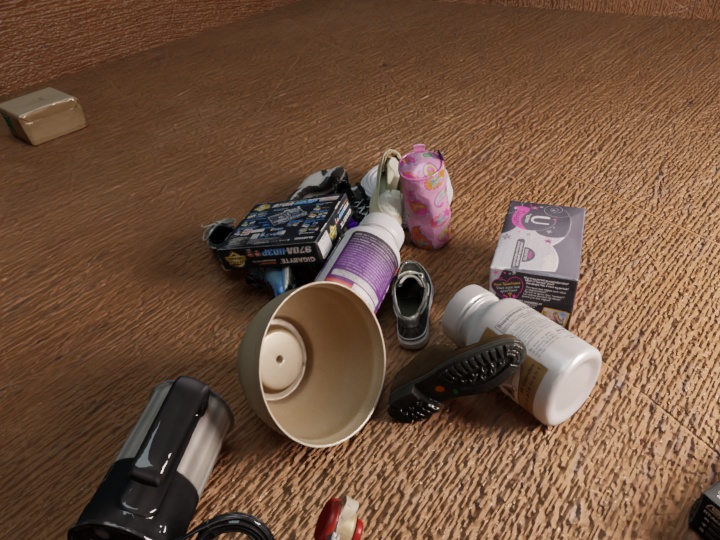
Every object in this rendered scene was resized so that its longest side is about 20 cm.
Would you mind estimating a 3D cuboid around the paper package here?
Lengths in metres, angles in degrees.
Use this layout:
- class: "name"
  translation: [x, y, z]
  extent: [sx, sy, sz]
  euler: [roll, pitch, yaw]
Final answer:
- class: "paper package"
  translation: [-1.019, -0.496, 1.750]
  extent: [0.199, 0.105, 0.190]
  euler: [26, 47, 35]

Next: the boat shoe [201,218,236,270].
- class: "boat shoe"
  translation: [-0.270, -0.064, 1.072]
  extent: [0.074, 0.062, 0.200]
  euler: [-23, 29, -6]

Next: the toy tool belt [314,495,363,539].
- class: "toy tool belt"
  translation: [-0.003, 0.327, 0.498]
  extent: [0.122, 0.125, 0.201]
  euler: [27, 42, -7]

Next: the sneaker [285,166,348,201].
- class: "sneaker"
  translation: [-0.107, -0.165, 1.202]
  extent: [0.079, 0.075, 0.200]
  euler: [2, 30, 36]

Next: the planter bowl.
- class: "planter bowl"
  translation: [-0.081, 0.120, 0.725]
  extent: [0.134, 0.202, 0.200]
  euler: [-7, 25, 49]

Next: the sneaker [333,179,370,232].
- class: "sneaker"
  translation: [-0.003, -0.116, 1.076]
  extent: [0.069, 0.101, 0.200]
  euler: [-23, 43, -21]

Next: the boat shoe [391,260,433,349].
- class: "boat shoe"
  translation: [0.086, 0.035, 0.887]
  extent: [0.071, 0.072, 0.201]
  euler: [-4, 36, 3]

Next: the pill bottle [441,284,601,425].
- class: "pill bottle"
  translation: [0.208, 0.104, 0.740]
  extent: [0.113, 0.116, 0.199]
  euler: [-27, 41, -25]

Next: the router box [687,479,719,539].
- class: "router box"
  translation: [0.456, 0.269, 0.523]
  extent: [0.148, 0.063, 0.200]
  euler: [-21, 39, -21]

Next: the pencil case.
- class: "pencil case"
  translation: [0.119, -0.128, 0.992]
  extent: [0.086, 0.201, 0.088]
  euler: [-8, 51, 10]

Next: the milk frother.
- class: "milk frother"
  translation: [-0.182, 0.243, 0.626]
  extent: [0.199, 0.180, 0.189]
  euler: [36, 36, -16]

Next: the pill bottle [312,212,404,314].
- class: "pill bottle"
  translation: [0.000, 0.000, 0.894]
  extent: [0.110, 0.112, 0.201]
  euler: [11, 49, 23]

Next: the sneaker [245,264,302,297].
- class: "sneaker"
  translation: [-0.155, 0.017, 0.967]
  extent: [0.089, 0.079, 0.200]
  euler: [-27, 32, -4]

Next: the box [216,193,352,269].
- class: "box"
  translation: [-0.130, -0.069, 0.959]
  extent: [0.197, 0.046, 0.160]
  euler: [-4, 35, 23]

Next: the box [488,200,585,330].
- class: "box"
  translation: [0.285, -0.012, 0.882]
  extent: [0.130, 0.116, 0.201]
  euler: [9, 39, 20]

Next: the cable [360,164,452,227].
- class: "cable"
  translation: [0.097, -0.168, 1.159]
  extent: [0.197, 0.070, 0.201]
  euler: [-15, 37, -11]

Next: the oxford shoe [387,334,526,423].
- class: "oxford shoe"
  translation: [0.117, 0.119, 0.702]
  extent: [0.198, 0.073, 0.085]
  euler: [-28, 32, 27]

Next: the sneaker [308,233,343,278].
- class: "sneaker"
  translation: [-0.065, -0.051, 1.024]
  extent: [0.085, 0.081, 0.200]
  euler: [-16, 40, -19]

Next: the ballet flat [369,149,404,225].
- class: "ballet flat"
  translation: [0.056, -0.148, 1.036]
  extent: [0.068, 0.070, 0.202]
  euler: [-2, 57, 7]
